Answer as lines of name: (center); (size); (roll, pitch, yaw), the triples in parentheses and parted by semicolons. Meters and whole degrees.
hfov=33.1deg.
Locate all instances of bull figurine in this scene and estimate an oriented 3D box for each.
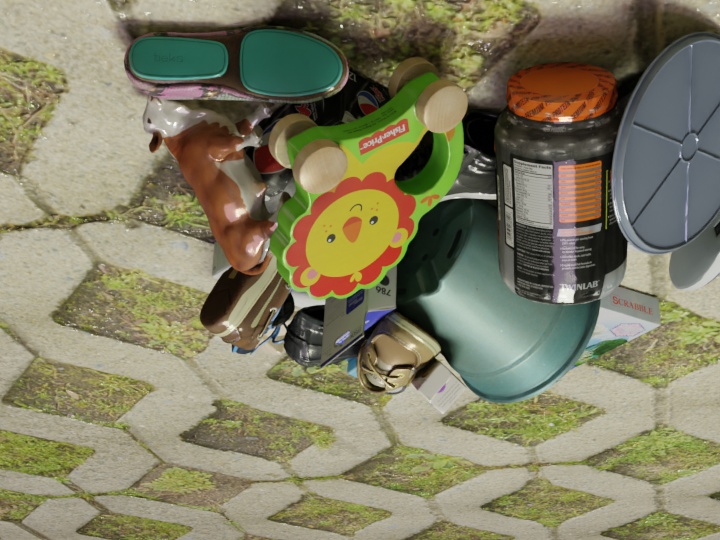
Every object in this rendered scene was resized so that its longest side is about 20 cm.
bull figurine: (-0.122, -0.093, 1.134); (0.121, 0.065, 0.200); (-18, 106, 34)

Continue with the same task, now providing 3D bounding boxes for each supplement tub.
supplement tub: (0.185, -0.080, 1.112); (0.122, 0.123, 0.201); (-2, 119, 5)

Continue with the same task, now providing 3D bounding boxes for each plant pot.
plant pot: (0.122, 0.014, 1.313); (0.200, 0.201, 0.196); (-22, 138, 37)

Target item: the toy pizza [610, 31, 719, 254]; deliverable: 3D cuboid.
toy pizza: (0.280, -0.113, 1.080); (0.032, 0.201, 0.200); (24, 175, 45)

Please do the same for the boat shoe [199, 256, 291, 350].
boat shoe: (-0.085, -0.009, 1.261); (0.075, 0.203, 0.075); (41, 169, -33)

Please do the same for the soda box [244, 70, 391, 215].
soda box: (-0.059, -0.118, 1.179); (0.071, 0.064, 0.200); (22, 146, -36)

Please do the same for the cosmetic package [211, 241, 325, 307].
cosmetic package: (-0.048, -0.010, 1.405); (0.200, 0.052, 0.151); (21, 149, -35)

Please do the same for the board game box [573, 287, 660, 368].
board game box: (0.243, 0.066, 1.559); (0.200, 0.041, 0.199); (15, 149, -27)

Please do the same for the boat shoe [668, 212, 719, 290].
boat shoe: (0.419, -0.040, 1.325); (0.086, 0.075, 0.202); (7, 143, -17)

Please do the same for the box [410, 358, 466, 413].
box: (0.078, 0.119, 1.337); (0.039, 0.041, 0.200); (44, 180, -3)

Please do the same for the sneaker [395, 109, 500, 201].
sneaker: (0.071, -0.110, 1.192); (0.199, 0.071, 0.099); (-6, 151, 1)

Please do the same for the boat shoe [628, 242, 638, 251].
boat shoe: (0.257, -0.059, 1.276); (0.199, 0.070, 0.066); (11, 158, -25)

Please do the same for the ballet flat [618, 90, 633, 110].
ballet flat: (0.237, -0.114, 1.176); (0.072, 0.072, 0.200); (16, 150, -27)

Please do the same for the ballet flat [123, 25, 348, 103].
ballet flat: (-0.107, -0.177, 1.074); (0.199, 0.069, 0.071); (1, 171, 5)

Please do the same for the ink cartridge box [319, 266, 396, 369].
ink cartridge box: (0.000, 0.000, 1.258); (0.039, 0.201, 0.099); (18, 150, -23)

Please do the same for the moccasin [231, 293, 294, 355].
moccasin: (-0.106, 0.045, 1.373); (0.068, 0.081, 0.200); (3, 154, -14)

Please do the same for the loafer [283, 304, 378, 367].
loafer: (0.003, 0.061, 1.399); (0.200, 0.068, 0.071); (-8, 125, -38)

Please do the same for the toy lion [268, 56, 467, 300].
toy lion: (0.007, -0.069, 1.097); (0.200, 0.069, 0.192); (-28, 135, -16)

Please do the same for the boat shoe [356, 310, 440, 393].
boat shoe: (0.034, 0.095, 1.284); (0.074, 0.066, 0.200); (35, 166, 6)

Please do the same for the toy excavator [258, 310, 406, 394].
toy excavator: (-0.021, 0.077, 1.550); (0.200, 0.100, 0.194); (27, 143, -19)
